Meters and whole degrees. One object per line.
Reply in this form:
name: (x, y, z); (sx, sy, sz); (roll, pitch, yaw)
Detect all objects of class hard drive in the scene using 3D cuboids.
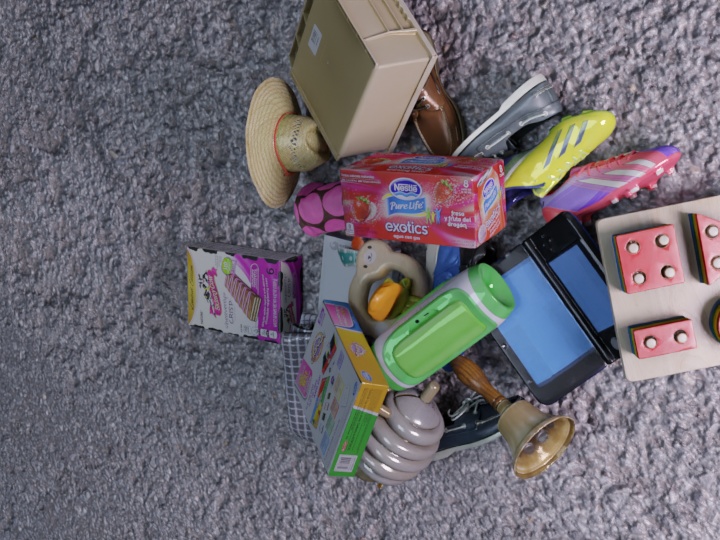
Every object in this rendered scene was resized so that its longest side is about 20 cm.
hard drive: (-0.006, 0.053, 1.688); (0.131, 0.027, 0.202); (15, 107, 32)

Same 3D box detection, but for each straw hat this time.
straw hat: (-0.086, -0.184, 1.607); (0.084, 0.201, 0.203); (4, 101, 21)

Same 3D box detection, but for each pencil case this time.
pencil case: (-0.002, -0.112, 1.621); (0.199, 0.094, 0.091); (-13, 136, 35)

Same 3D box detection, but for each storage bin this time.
storage bin: (-0.008, -0.292, 1.523); (0.200, 0.093, 0.200); (62, 151, 24)

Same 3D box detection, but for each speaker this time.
speaker: (0.105, 0.076, 1.457); (0.200, 0.088, 0.089); (-39, 76, 26)

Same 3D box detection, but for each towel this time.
towel: (-0.034, 0.174, 1.665); (0.164, 0.085, 0.202); (10, 115, 33)

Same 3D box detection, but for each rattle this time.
rattle: (0.000, 0.000, 1.550); (0.130, 0.142, 0.201); (-46, 57, 31)

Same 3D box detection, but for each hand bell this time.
hand bell: (0.184, 0.175, 1.491); (0.200, 0.104, 0.105); (45, 122, 39)

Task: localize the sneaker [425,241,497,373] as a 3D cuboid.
sneaker: (0.148, 0.050, 1.547); (0.111, 0.076, 0.202); (6, 96, 43)

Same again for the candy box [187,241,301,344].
candy box: (-0.190, 0.034, 1.792); (0.199, 0.061, 0.138); (8, 104, 34)

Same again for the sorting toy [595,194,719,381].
sorting toy: (0.399, 0.019, 1.316); (0.197, 0.070, 0.202); (-11, 92, 6)

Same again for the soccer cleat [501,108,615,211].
soccer cleat: (0.248, -0.138, 1.433); (0.199, 0.064, 0.084); (-29, 55, 31)

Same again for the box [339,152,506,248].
box: (0.082, -0.095, 1.448); (0.199, 0.100, 0.096); (7, 112, 31)

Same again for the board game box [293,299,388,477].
board game box: (-0.031, 0.157, 1.511); (0.200, 0.040, 0.154); (-118, 42, -54)

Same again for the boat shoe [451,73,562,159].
boat shoe: (0.189, -0.174, 1.481); (0.062, 0.073, 0.200); (50, 122, 8)

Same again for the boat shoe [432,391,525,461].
boat shoe: (0.156, 0.213, 1.579); (0.199, 0.075, 0.062); (-30, 92, 44)

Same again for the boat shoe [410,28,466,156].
boat shoe: (0.084, -0.240, 1.544); (0.072, 0.068, 0.202); (-24, 85, 35)

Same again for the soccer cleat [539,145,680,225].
soccer cleat: (0.312, -0.116, 1.413); (0.200, 0.066, 0.077); (-34, 74, 37)

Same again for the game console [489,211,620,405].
game console: (0.254, 0.053, 1.429); (0.201, 0.118, 0.171); (54, 159, 5)

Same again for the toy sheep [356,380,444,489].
toy sheep: (0.049, 0.226, 1.550); (0.138, 0.137, 0.200); (48, 125, 18)
